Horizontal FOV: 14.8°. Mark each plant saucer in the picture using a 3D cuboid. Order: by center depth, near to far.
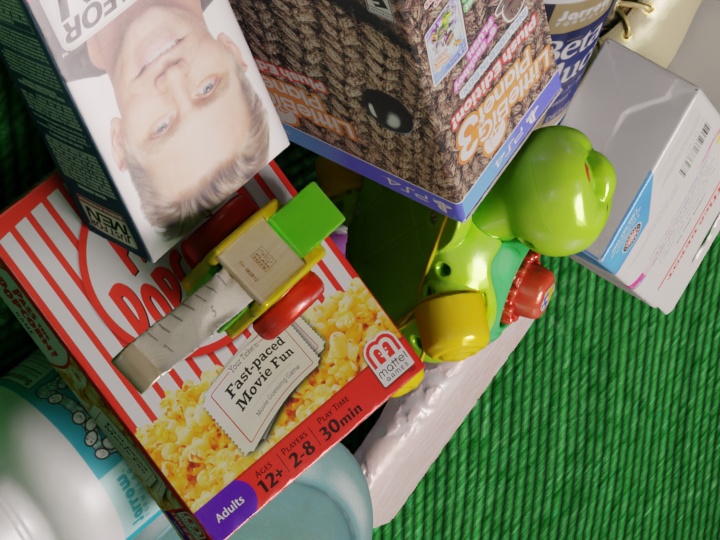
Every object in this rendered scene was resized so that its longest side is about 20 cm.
[{"bbox_3d":[-0.074,0.179,1.600,0.199,0.027,0.201,-18,129,-23],"label":"plant saucer"}]

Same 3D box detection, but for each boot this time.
[{"bbox_3d":[0.143,-0.148,1.661,0.200,0.073,0.156,9,114,-58],"label":"boot"}]

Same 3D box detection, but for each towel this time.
[{"bbox_3d":[0.049,0.076,1.729,0.201,0.032,0.191,-56,172,4],"label":"towel"}]

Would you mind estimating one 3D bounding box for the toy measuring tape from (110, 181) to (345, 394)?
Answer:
[{"bbox_3d":[-0.071,0.016,1.341,0.200,0.073,0.074,-44,151,-50],"label":"toy measuring tape"}]

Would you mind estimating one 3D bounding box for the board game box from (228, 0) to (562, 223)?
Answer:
[{"bbox_3d":[-0.002,-0.143,1.375,0.097,0.159,0.200,-53,152,-21],"label":"board game box"}]

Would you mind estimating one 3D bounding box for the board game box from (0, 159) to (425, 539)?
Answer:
[{"bbox_3d":[-0.085,0.018,1.418,0.151,0.200,0.046,-40,-172,-22],"label":"board game box"}]

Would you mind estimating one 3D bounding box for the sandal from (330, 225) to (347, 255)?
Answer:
[{"bbox_3d":[-0.003,0.007,1.635,0.202,0.050,0.083,-2,121,-50],"label":"sandal"}]

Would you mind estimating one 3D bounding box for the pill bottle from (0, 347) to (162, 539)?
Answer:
[{"bbox_3d":[-0.134,0.082,1.474,0.200,0.111,0.111,-41,146,-22],"label":"pill bottle"}]

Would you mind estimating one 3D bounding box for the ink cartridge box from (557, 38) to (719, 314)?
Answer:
[{"bbox_3d":[0.166,-0.051,1.650,0.116,0.068,0.200,-60,160,0],"label":"ink cartridge box"}]

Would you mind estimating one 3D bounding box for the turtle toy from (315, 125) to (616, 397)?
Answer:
[{"bbox_3d":[0.059,-0.020,1.493,0.101,0.147,0.200,-4,166,-30],"label":"turtle toy"}]

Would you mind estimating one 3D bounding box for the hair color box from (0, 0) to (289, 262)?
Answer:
[{"bbox_3d":[-0.116,-0.114,1.315,0.100,0.060,0.201,-42,132,-22],"label":"hair color box"}]

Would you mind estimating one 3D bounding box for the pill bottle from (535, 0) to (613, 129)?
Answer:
[{"bbox_3d":[0.085,-0.165,1.490,0.111,0.111,0.200,-33,159,-31],"label":"pill bottle"}]

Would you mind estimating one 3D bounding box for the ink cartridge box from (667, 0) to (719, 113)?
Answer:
[{"bbox_3d":[0.281,-0.119,1.806,0.200,0.144,0.085,13,109,-56],"label":"ink cartridge box"}]
